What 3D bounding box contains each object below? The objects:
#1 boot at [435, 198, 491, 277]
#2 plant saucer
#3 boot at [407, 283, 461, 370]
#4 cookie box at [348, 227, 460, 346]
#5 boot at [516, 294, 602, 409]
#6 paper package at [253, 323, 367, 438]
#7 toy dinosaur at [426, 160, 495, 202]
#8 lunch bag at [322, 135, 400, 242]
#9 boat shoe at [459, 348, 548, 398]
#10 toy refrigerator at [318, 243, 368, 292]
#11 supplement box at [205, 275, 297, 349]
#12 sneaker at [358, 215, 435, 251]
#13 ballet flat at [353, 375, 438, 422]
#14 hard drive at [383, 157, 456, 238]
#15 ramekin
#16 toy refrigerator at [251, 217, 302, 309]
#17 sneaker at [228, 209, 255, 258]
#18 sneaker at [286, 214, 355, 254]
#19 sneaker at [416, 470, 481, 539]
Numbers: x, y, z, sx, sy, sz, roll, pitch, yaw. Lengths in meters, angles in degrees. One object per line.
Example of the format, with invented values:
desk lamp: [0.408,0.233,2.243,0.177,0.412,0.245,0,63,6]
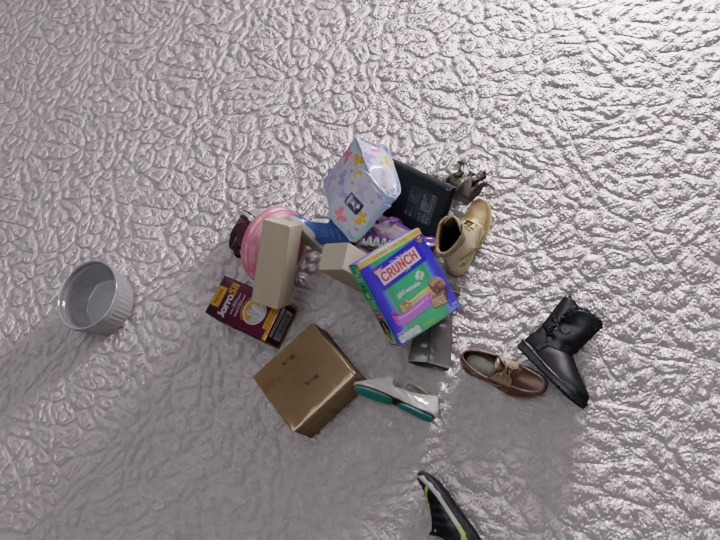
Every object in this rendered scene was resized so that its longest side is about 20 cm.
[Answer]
boot: [0.237,-0.100,1.637,0.072,0.155,0.201,23,79,27]
plant saucer: [-0.203,-0.057,1.759,0.051,0.200,0.201,23,78,42]
boot: [0.138,0.116,1.629,0.180,0.073,0.202,14,80,7]
cookie box: [0.096,0.035,1.547,0.170,0.075,0.201,-31,95,-17]
boot: [0.452,0.166,1.496,0.168,0.076,0.200,-44,55,4]
paper package: [-0.115,0.256,1.661,0.200,0.103,0.191,-44,61,1]
toy dinosaur: [0.252,-0.201,1.714,0.200,0.077,0.103,32,88,40]
lunch bag: [0.002,-0.193,1.700,0.170,0.126,0.201,-47,44,37]
boat shoe: [0.304,0.221,1.533,0.199,0.072,0.076,15,76,25]
toy refrigerator: [0.000,0.000,1.649,0.076,0.200,0.071,-1,70,40]
supplement box: [-0.276,0.105,1.790,0.199,0.086,0.111,21,78,26]
sneaker: [0.092,-0.089,1.724,0.199,0.080,0.089,6,78,25]
ballet flat: [0.084,0.275,1.589,0.199,0.069,0.070,21,77,7]
hard drive: [0.126,-0.176,1.741,0.199,0.033,0.140,30,117,27]
ramekin: [-0.724,0.083,1.958,0.199,0.105,0.202,-8,67,18]
toy refrigerator: [-0.196,-0.019,1.677,0.075,0.070,0.202,15,105,21]
sneaker: [-0.278,-0.068,1.875,0.200,0.076,0.116,38,91,39]
sneaker: [-0.088,-0.106,1.752,0.077,0.200,0.112,2,60,57]
sneaker: [0.165,0.513,1.472,0.083,0.072,0.200,-40,61,3]
